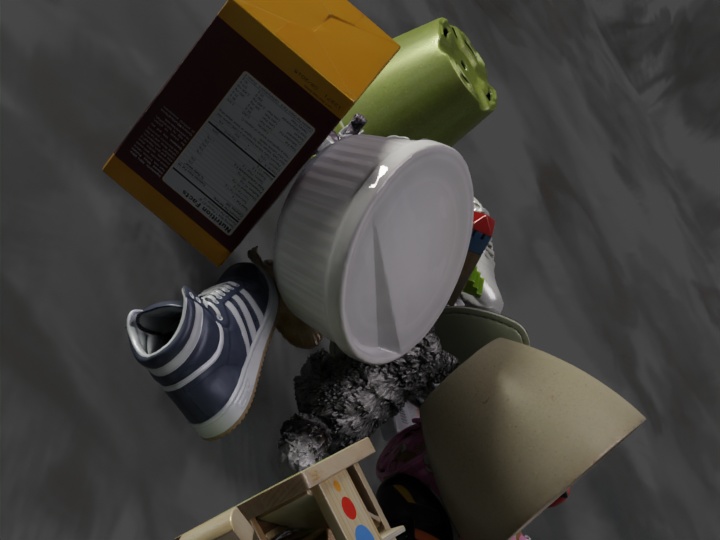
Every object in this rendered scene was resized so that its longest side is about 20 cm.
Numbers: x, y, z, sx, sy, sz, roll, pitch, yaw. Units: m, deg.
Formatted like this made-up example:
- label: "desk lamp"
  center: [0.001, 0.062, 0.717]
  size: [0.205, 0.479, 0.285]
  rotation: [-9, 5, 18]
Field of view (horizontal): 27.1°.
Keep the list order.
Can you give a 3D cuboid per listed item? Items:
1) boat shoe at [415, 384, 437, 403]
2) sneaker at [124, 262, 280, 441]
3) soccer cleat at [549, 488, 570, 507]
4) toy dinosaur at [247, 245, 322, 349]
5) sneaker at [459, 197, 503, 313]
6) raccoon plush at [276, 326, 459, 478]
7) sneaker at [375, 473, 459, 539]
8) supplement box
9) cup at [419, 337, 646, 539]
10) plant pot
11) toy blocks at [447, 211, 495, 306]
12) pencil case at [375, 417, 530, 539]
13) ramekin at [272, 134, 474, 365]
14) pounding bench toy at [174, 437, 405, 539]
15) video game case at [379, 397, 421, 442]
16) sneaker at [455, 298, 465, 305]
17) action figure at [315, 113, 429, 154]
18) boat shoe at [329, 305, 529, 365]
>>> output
- label: "boat shoe"
  center: [0.123, 0.152, 1.571]
  size: [0.202, 0.074, 0.065]
  rotation: [42, 33, -28]
- label: "sneaker"
  center: [-0.129, 0.035, 1.234]
  size: [0.109, 0.070, 0.200]
  rotation: [50, 28, -28]
- label: "soccer cleat"
  center: [0.179, 0.186, 1.718]
  size: [0.200, 0.068, 0.085]
  rotation: [55, 14, -20]
- label: "toy dinosaur"
  center: [-0.056, 0.026, 1.404]
  size: [0.199, 0.058, 0.102]
  rotation: [-7, 67, -41]
- label: "sneaker"
  center: [0.106, -0.034, 1.573]
  size: [0.200, 0.080, 0.076]
  rotation: [60, 0, 35]
- label: "raccoon plush"
  center: [0.015, 0.120, 1.347]
  size: [0.097, 0.134, 0.200]
  rotation: [52, 23, -21]
- label: "sneaker"
  center: [0.045, 0.264, 1.323]
  size: [0.090, 0.070, 0.201]
  rotation: [35, 35, -52]
- label: "supplement box"
  center: [-0.092, -0.145, 1.322]
  size: [0.133, 0.200, 0.197]
  rotation: [40, 25, -4]
- label: "cup"
  center: [0.136, 0.147, 1.353]
  size: [0.143, 0.200, 0.200]
  rotation: [48, 20, 12]
- label: "plant pot"
  center: [0.049, -0.193, 1.729]
  size: [0.200, 0.189, 0.201]
  rotation: [46, 25, -29]
- label: "toy blocks"
  center: [0.048, -0.053, 1.434]
  size: [0.199, 0.137, 0.100]
  rotation: [22, 43, -5]
- label: "pencil case"
  center: [0.097, 0.238, 1.452]
  size: [0.200, 0.083, 0.087]
  rotation: [53, 17, -15]
- label: "ramekin"
  center: [0.007, -0.026, 1.304]
  size: [0.094, 0.203, 0.202]
  rotation: [21, 3, 30]
- label: "pounding bench toy"
  center: [-0.045, 0.236, 1.096]
  size: [0.157, 0.124, 0.200]
  rotation: [63, 23, 6]
- label: "video game case"
  center: [0.053, 0.109, 1.593]
  size: [0.182, 0.023, 0.201]
  rotation: [29, 37, -52]
- label: "sneaker"
  center: [0.097, 0.028, 1.648]
  size: [0.200, 0.082, 0.075]
  rotation: [40, 29, -40]
- label: "action figure"
  center: [-0.027, -0.134, 1.567]
  size: [0.200, 0.070, 0.130]
  rotation: [27, 27, 36]
- label: "boat shoe"
  center: [0.072, 0.068, 1.461]
  size: [0.061, 0.200, 0.072]
  rotation: [-21, 108, -69]
